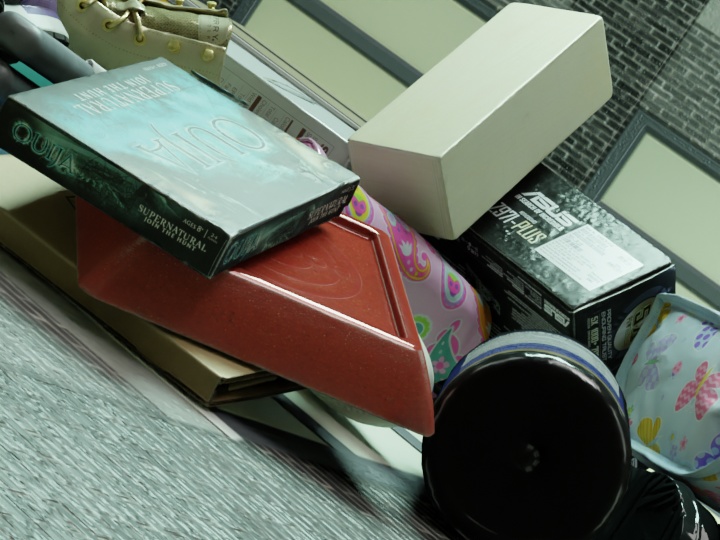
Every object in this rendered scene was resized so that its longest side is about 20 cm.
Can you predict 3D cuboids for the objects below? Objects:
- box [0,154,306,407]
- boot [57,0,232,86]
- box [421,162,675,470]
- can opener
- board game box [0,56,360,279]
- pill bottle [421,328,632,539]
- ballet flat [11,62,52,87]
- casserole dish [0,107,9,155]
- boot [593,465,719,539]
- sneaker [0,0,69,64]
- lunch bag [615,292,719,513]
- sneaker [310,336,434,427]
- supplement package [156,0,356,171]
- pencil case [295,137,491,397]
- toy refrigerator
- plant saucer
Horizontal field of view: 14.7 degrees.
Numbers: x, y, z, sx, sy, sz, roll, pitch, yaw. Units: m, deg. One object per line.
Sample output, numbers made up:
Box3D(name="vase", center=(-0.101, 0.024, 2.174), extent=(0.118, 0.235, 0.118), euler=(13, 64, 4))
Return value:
Box3D(name="box", center=(-0.108, 0.000, 1.461), extent=(0.200, 0.021, 0.163), euler=(36, 18, 21))
Box3D(name="boot", center=(-0.156, -0.166, 1.725), extent=(0.155, 0.200, 0.073), euler=(6, 44, 1))
Box3D(name="box", center=(0.118, 0.029, 1.866), extent=(0.200, 0.086, 0.164), euler=(40, -36, 44))
Box3D(name="can opener", center=(-0.164, -0.095, 1.597), extent=(0.067, 0.053, 0.200), euler=(37, 0, 13))
Box3D(name="board game box", center=(-0.091, -0.058, 1.442), extent=(0.135, 0.028, 0.200), euler=(32, 18, 10))
Box3D(name="pill bottle", center=(0.094, 0.091, 1.541), extent=(0.112, 0.112, 0.200), euler=(34, 6, 2))
Box3D(name="ballet flat", center=(-0.161, -0.071, 1.742), extent=(0.200, 0.072, 0.072), euler=(31, 7, -28))
Box3D(name="casserole dish", center=(-0.253, -0.096, 1.513), extent=(0.200, 0.039, 0.121), euler=(28, 8, -37))
Box3D(name="boot", center=(0.218, 0.185, 1.666), extent=(0.162, 0.073, 0.198), euler=(32, 2, -13))
Box3D(name="sneaker", center=(-0.229, -0.173, 1.556), extent=(0.200, 0.076, 0.088), euler=(24, 54, -77))
Box3D(name="lunch bag", center=(0.266, 0.104, 1.707), extent=(0.169, 0.127, 0.200), euler=(28, 2, -20))
Box3D(name="sneaker", center=(-0.007, 0.033, 1.627), extent=(0.084, 0.075, 0.200), euler=(22, 13, -45))
Box3D(name="supplement package", center=(-0.087, -0.081, 1.888), extent=(0.200, 0.117, 0.117), euler=(37, 6, 20))
Box3D(name="pencil case", center=(0.000, 0.000, 1.769), extent=(0.200, 0.087, 0.087), euler=(42, 0, -37))
Box3D(name="toy refrigerator", center=(0.082, -0.099, 1.842), extent=(0.076, 0.200, 0.070), euler=(12, -51, 34))
Box3D(name="plant saucer", center=(-0.053, -0.006, 1.463), extent=(0.199, 0.037, 0.200), euler=(23, 20, -16))
